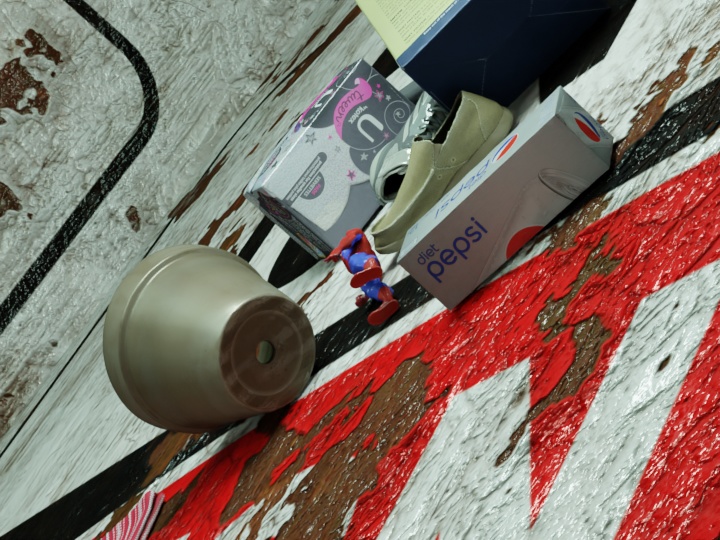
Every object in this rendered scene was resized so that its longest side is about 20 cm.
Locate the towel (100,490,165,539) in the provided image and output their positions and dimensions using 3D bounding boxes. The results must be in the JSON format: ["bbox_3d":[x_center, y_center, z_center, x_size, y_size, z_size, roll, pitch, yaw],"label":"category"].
[{"bbox_3d":[-0.295,0.334,1.911,0.200,0.022,0.145,-43,15,29],"label":"towel"}]

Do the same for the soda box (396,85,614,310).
[{"bbox_3d":[0.123,-0.059,1.492,0.200,0.068,0.064,-43,12,27],"label":"soda box"}]

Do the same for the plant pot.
[{"bbox_3d":[-0.140,0.076,1.801,0.201,0.200,0.173,-53,28,-19],"label":"plant pot"}]

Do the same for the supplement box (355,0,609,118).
[{"bbox_3d":[0.119,-0.293,1.869,0.200,0.134,0.200,-43,39,11],"label":"supplement box"}]

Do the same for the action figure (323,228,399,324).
[{"bbox_3d":[0.000,0.000,1.766,0.051,0.066,0.200,-31,14,4],"label":"action figure"}]

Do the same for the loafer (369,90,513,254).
[{"bbox_3d":[0.072,-0.104,1.813,0.200,0.067,0.076,-49,12,1],"label":"loafer"}]

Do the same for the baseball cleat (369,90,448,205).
[{"bbox_3d":[0.084,-0.153,1.962,0.201,0.069,0.107,-55,17,19],"label":"baseball cleat"}]

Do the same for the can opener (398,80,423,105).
[{"bbox_3d":[0.087,-0.214,2.132,0.067,0.053,0.200,-54,12,-19],"label":"can opener"}]

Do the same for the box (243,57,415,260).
[{"bbox_3d":[-0.025,-0.132,2.092,0.201,0.132,0.115,-52,11,-12],"label":"box"}]
